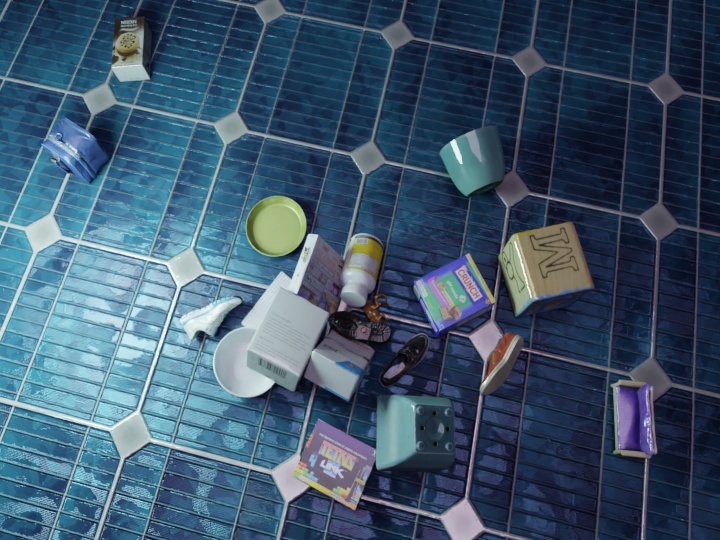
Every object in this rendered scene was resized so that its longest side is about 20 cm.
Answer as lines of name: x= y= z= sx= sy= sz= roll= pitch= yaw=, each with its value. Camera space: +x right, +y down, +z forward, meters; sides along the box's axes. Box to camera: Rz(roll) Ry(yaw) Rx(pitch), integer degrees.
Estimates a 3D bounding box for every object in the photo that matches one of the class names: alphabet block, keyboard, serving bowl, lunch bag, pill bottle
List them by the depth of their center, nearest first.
serving bowl: x=-0.326 y=0.273 z=1.638 sx=0.193 sy=0.066 sz=0.207 roll=5 pitch=63 yaw=-10
alphabet block: x=0.540 y=0.002 z=1.671 sx=0.189 sy=0.196 sz=0.207 roll=-10 pitch=72 yaw=-5
pill bottle: x=0.000 y=0.000 z=1.692 sx=0.108 sy=0.113 sz=0.205 roll=12 pitch=58 yaw=4
keyboard: x=-0.282 y=0.098 z=1.734 sx=0.056 sy=0.011 sz=0.202 roll=34 pitch=75 yaw=11
lunch bag: x=-0.905 y=-0.372 z=1.792 sx=0.133 sy=0.200 sz=0.135 roll=31 pitch=76 yaw=5

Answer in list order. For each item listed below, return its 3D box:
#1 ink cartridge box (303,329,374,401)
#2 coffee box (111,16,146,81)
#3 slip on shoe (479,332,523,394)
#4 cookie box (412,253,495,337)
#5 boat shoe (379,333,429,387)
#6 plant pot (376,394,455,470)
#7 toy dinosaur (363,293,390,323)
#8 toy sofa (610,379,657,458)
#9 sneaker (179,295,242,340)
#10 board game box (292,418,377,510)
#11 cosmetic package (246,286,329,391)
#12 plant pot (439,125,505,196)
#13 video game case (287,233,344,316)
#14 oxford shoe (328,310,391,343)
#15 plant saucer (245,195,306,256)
ink cartridge box: x=-0.055 y=0.258 z=1.578 sx=0.142 sy=0.200 sz=0.086 roll=25 pitch=106 yaw=8
coffee box: x=-0.803 y=-0.779 z=1.989 sx=0.109 sy=0.080 sz=0.207 roll=-5 pitch=72 yaw=-1
slip on shoe: x=0.404 y=0.272 z=1.654 sx=0.060 sy=0.074 sz=0.203 roll=23 pitch=76 yaw=44
cookie box: x=0.280 y=0.074 z=1.707 sx=0.195 sy=0.076 sz=0.175 roll=-25 pitch=72 yaw=-9
boat shoe: x=0.130 y=0.258 z=1.651 sx=0.199 sy=0.067 sz=0.070 roll=-40 pitch=76 yaw=-12
plant pot: x=0.161 y=0.427 z=1.501 sx=0.189 sy=0.200 sz=0.203 roll=7 pitch=70 yaw=-16
toy dinosaur: x=0.032 y=0.111 z=1.704 sx=0.105 sy=0.061 sz=0.202 roll=-34 pitch=74 yaw=-9
toy sofa: x=0.761 y=0.414 z=1.583 sx=0.080 sy=0.098 sz=0.207 roll=6 pitch=72 yaw=2
sneaker: x=-0.436 y=0.144 z=1.695 sx=0.195 sy=0.075 sz=0.089 roll=-26 pitch=80 yaw=0
board game box: x=-0.066 y=0.535 z=1.565 sx=0.195 sy=0.057 sz=0.169 roll=24 pitch=74 yaw=8
cosmetic package: x=-0.204 y=0.193 z=1.574 sx=0.161 sy=0.166 sz=0.204 roll=27 pitch=62 yaw=0
plant pot: x=0.367 y=-0.332 z=1.787 sx=0.194 sy=0.201 sz=0.166 roll=-18 pitch=85 yaw=-6
video game case: x=-0.118 y=0.024 z=1.664 sx=0.044 sy=0.200 sz=0.187 roll=5 pitch=67 yaw=33
oxford shoe: x=-0.002 y=0.176 z=1.658 sx=0.194 sy=0.085 sz=0.075 roll=18 pitch=76 yaw=17
plant saucer: x=-0.267 y=-0.137 z=1.802 sx=0.192 sy=0.031 sz=0.207 roll=0 pitch=72 yaw=0
